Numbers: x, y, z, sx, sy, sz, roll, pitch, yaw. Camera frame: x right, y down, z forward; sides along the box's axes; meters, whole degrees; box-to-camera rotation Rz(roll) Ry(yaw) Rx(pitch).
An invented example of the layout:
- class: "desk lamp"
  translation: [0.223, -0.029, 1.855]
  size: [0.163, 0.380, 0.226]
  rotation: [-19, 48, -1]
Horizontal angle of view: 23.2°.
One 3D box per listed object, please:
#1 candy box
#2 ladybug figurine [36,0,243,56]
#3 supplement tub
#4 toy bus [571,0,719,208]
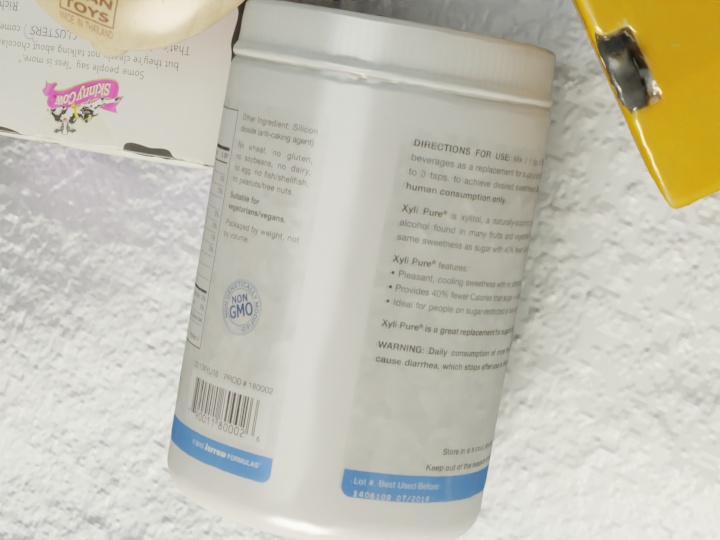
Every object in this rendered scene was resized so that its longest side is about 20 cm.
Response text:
- class: "candy box"
  translation: [-0.096, -0.151, 0.791]
  size: [0.168, 0.072, 0.200]
  rotation: [11, 96, 28]
- class: "ladybug figurine"
  translation: [-0.073, -0.181, 0.685]
  size: [0.136, 0.072, 0.200]
  rotation: [24, 110, 8]
- class: "supplement tub"
  translation: [0.000, 0.000, 0.705]
  size: [0.132, 0.132, 0.200]
  rotation: [14, 97, 28]
- class: "toy bus"
  translation: [0.099, -0.124, 0.625]
  size: [0.065, 0.078, 0.200]
  rotation: [-24, 109, 9]
